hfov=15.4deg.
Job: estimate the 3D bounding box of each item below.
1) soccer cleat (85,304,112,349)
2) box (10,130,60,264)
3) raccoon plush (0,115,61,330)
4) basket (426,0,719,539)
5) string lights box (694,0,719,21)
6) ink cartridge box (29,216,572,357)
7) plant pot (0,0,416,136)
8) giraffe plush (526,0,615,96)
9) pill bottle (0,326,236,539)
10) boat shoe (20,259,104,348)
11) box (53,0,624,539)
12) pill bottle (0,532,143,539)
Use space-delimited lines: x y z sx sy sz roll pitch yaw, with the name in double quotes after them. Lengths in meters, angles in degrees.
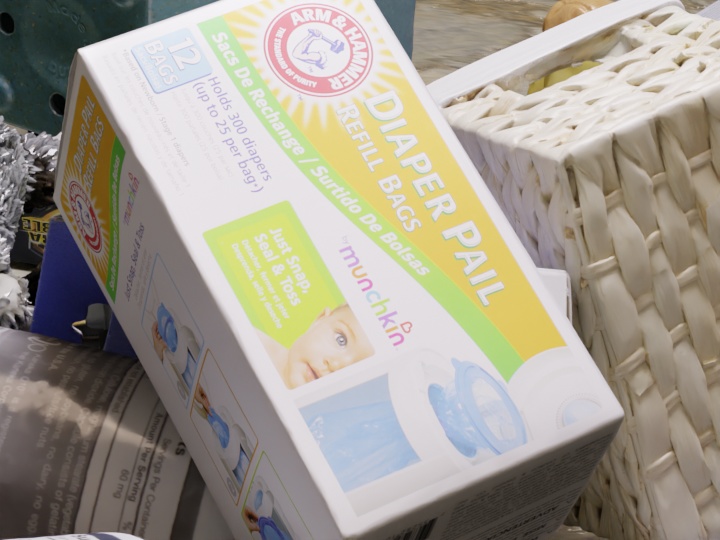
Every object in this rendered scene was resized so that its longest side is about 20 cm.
-0.079 -0.016 1.202 0.083 0.065 0.200 -10 33 3 "soccer cleat"
-0.091 -0.043 1.483 0.199 0.050 0.199 8 18 -5 "box"
-0.152 -0.014 1.148 0.200 0.097 0.134 -14 56 -45 "raccoon plush"
0.121 0.004 1.099 0.135 0.201 0.123 -24 20 -19 "basket"
0.226 -0.049 1.390 0.103 0.200 0.059 -31 31 -13 "string lights box"
-0.034 0.047 1.073 0.199 0.047 0.198 4 -25 -9 "ink cartridge box"
-0.102 -0.153 1.446 0.196 0.196 0.200 19 30 27 "plant pot"
0.066 -0.027 1.347 0.162 0.201 0.173 -5 25 -2 "giraffe plush"
-0.089 0.089 0.998 0.199 0.114 0.114 13 19 8 "pill bottle"
-0.126 0.018 1.266 0.071 0.061 0.201 13 19 12 "boat shoe"
-0.014 0.009 0.923 0.112 0.101 0.200 -22 68 -22 "box"
-0.111 0.142 0.831 0.199 0.116 0.116 -1 21 -31 "pill bottle"
